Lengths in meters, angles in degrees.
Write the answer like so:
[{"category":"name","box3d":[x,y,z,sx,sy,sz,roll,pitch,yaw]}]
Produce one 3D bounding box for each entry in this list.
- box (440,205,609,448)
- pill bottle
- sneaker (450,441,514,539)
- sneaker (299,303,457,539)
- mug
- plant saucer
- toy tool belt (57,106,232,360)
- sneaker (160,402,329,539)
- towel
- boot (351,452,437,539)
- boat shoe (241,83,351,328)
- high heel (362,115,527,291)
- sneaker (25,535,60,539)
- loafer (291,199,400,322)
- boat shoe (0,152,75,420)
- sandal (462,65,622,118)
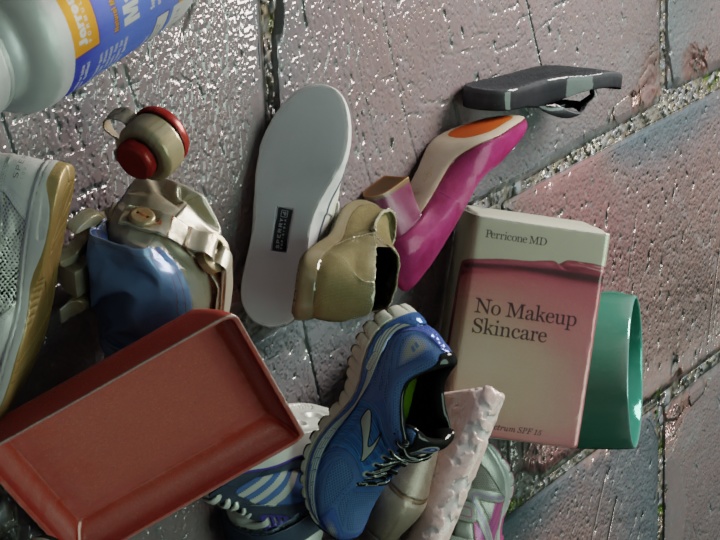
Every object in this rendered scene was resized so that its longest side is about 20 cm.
[{"category":"box","box3d":[0.144,0.050,1.851,0.109,0.127,0.201,-129,-133,-82]},{"category":"pill bottle","box3d":[-0.208,-0.172,1.328,0.200,0.112,0.113,-42,132,-41]},{"category":"sneaker","box3d":[0.093,0.239,1.905,0.088,0.081,0.201,-36,127,-46]},{"category":"sneaker","box3d":[0.018,0.131,1.579,0.078,0.089,0.201,-8,126,-48]},{"category":"mug","box3d":[0.217,0.098,2.002,0.185,0.114,0.153,-2,92,-77]},{"category":"plant saucer","box3d":[-0.156,0.114,1.453,0.199,0.037,0.200,-29,147,-3]},{"category":"toy tool belt","box3d":[-0.160,-0.003,1.435,0.123,0.124,0.201,-48,145,-39]},{"category":"sneaker","box3d":[-0.097,0.190,1.623,0.199,0.080,0.147,-6,115,-44]},{"category":"towel","box3d":[0.041,0.196,1.746,0.032,0.191,0.201,27,75,-18]},{"category":"boot","box3d":[0.010,0.156,1.723,0.070,0.200,0.147,24,99,-18]},{"category":"boat shoe","box3d":[-0.050,-0.050,1.642,0.070,0.070,0.201,40,60,-82]},{"category":"high heel","box3d":[0.084,-0.066,1.814,0.200,0.067,0.097,-31,115,-29]},{"category":"sneaker","box3d":[-0.211,0.260,1.504,0.088,0.075,0.201,-62,148,-48]},{"category":"loafer","box3d":[0.000,0.000,1.616,0.200,0.067,0.076,-52,156,-64]},{"category":"boat shoe","box3d":[-0.245,0.009,1.374,0.071,0.069,0.201,-71,177,-66]},{"category":"sandal","box3d":[0.168,-0.164,1.908,0.199,0.076,0.043,-14,109,-42]}]
